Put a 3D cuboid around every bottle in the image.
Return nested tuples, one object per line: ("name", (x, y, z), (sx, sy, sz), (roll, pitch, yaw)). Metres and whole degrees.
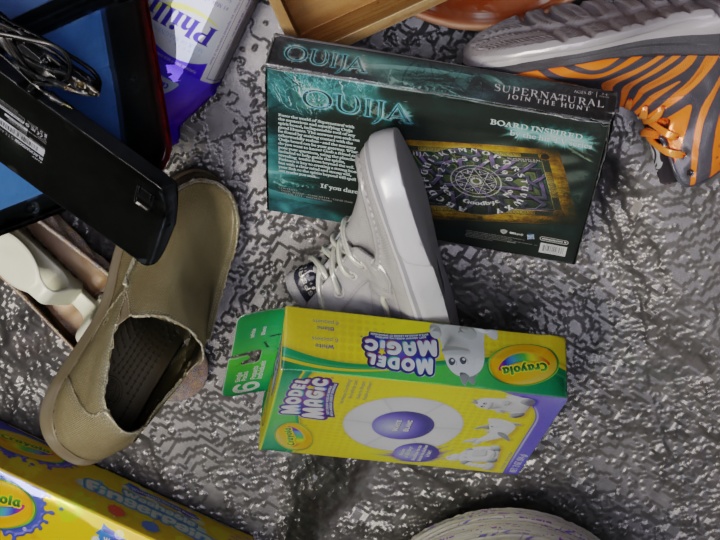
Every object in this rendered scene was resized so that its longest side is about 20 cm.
("bottle", (-0.119, -0.138, 0.879), (0.083, 0.065, 0.201), (28, 103, 1))

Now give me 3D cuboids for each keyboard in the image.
("keyboard", (-0.175, -0.093, 0.799), (0.199, 0.040, 0.104), (35, 143, 3))

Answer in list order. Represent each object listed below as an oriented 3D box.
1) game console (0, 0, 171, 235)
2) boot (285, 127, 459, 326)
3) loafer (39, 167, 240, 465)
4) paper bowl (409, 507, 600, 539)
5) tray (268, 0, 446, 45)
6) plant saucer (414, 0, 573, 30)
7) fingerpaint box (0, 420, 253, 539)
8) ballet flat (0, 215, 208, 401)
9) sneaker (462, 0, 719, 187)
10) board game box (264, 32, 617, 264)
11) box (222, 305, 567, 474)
("game console", (-0.224, -0.123, 0.825), (0.199, 0.119, 0.172), (-18, 135, 26))
("boot", (0.000, 0.000, 0.867), (0.095, 0.074, 0.201), (-10, 139, 7))
("loafer", (-0.119, 0.027, 0.876), (0.076, 0.067, 0.201), (38, 64, -36))
("paper bowl", (0.094, 0.251, 0.945), (0.199, 0.104, 0.203), (1, 104, 2))
("tray", (0.035, -0.204, 0.823), (0.199, 0.037, 0.099), (-24, 123, 4))
("plant saucer", (0.072, -0.246, 0.865), (0.198, 0.032, 0.202), (0, 103, 1))
("fingerpaint box", (-0.195, 0.218, 0.962), (0.199, 0.073, 0.168), (26, 103, -4))
("ballet flat", (-0.181, 0.020, 0.918), (0.200, 0.067, 0.068), (41, 102, -8))
("sneaker", (0.160, -0.100, 0.859), (0.198, 0.078, 0.113), (-7, 115, -4))
("board game box", (0.042, -0.069, 0.861), (0.198, 0.028, 0.136), (10, 144, 4))
("box", (0.016, 0.074, 0.890), (0.198, 0.049, 0.118), (8, 148, -6))
